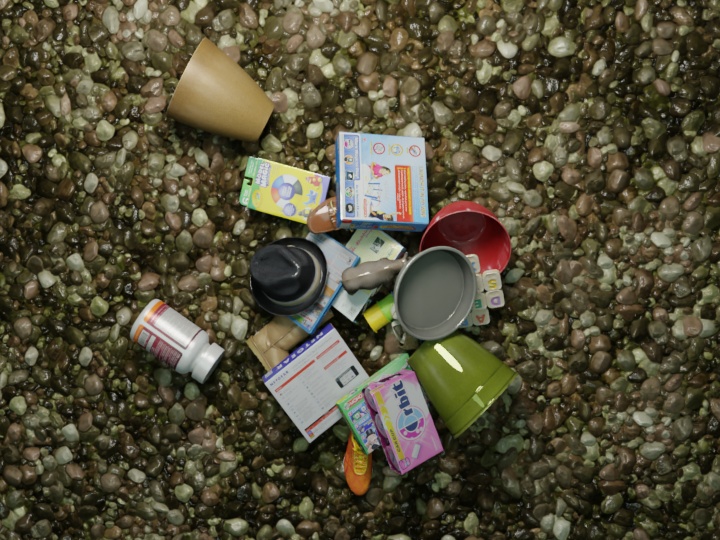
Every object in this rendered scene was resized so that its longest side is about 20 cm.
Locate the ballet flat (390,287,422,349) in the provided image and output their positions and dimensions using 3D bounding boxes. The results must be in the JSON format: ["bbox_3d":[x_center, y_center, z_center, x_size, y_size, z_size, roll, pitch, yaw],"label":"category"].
[{"bbox_3d":[0.098,0.104,1.715,0.069,0.072,0.202,-6,135,4],"label":"ballet flat"}]

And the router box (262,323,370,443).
[{"bbox_3d":[-0.090,0.252,1.752,0.199,0.049,0.181,-36,106,-6],"label":"router box"}]

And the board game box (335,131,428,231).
[{"bbox_3d":[0.044,-0.190,1.682,0.191,0.056,0.205,3,73,-12],"label":"board game box"}]

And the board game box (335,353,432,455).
[{"bbox_3d":[0.057,0.298,1.752,0.198,0.029,0.136,-32,99,-18],"label":"board game box"}]

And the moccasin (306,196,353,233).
[{"bbox_3d":[-0.023,-0.128,1.716,0.197,0.078,0.075,-14,105,-11],"label":"moccasin"}]

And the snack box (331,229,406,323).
[{"bbox_3d":[0.000,0.000,1.747,0.115,0.037,0.202,36,93,18],"label":"snack box"}]

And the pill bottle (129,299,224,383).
[{"bbox_3d":[-0.414,0.164,1.774,0.198,0.110,0.111,35,96,0],"label":"pill bottle"}]

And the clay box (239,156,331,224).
[{"bbox_3d":[-0.173,-0.179,1.757,0.196,0.048,0.117,14,96,1],"label":"clay box"}]

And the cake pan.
[{"bbox_3d":[0.152,0.045,1.633,0.196,0.037,0.205,-8,108,-23],"label":"cake pan"}]

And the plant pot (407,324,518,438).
[{"bbox_3d":[0.209,0.226,1.712,0.193,0.200,0.201,45,96,11],"label":"plant pot"}]

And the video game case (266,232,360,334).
[{"bbox_3d":[-0.106,0.020,1.746,0.142,0.018,0.202,33,89,26],"label":"video game case"}]

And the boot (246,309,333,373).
[{"bbox_3d":[-0.140,0.157,1.779,0.199,0.066,0.176,-40,92,5],"label":"boot"}]

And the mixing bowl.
[{"bbox_3d":[0.223,-0.074,1.694,0.195,0.109,0.203,1,128,1],"label":"mixing bowl"}]

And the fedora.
[{"bbox_3d":[-0.174,0.002,1.714,0.197,0.091,0.205,-8,71,23],"label":"fedora"}]

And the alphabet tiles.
[{"bbox_3d":[0.215,0.054,1.716,0.195,0.015,0.198,-9,127,9],"label":"alphabet tiles"}]

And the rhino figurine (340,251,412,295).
[{"bbox_3d":[0.048,0.003,1.667,0.196,0.087,0.061,-17,78,13],"label":"rhino figurine"}]

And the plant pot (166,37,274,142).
[{"bbox_3d":[-0.293,-0.368,1.695,0.197,0.186,0.189,29,97,-12],"label":"plant pot"}]

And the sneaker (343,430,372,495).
[{"bbox_3d":[-0.005,0.419,1.789,0.071,0.077,0.205,1,97,2],"label":"sneaker"}]

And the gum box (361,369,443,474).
[{"bbox_3d":[0.090,0.325,1.712,0.112,0.066,0.204,-23,96,-21],"label":"gum box"}]

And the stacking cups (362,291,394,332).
[{"bbox_3d":[0.100,0.062,1.755,0.198,0.061,0.061,-34,92,6],"label":"stacking cups"}]
